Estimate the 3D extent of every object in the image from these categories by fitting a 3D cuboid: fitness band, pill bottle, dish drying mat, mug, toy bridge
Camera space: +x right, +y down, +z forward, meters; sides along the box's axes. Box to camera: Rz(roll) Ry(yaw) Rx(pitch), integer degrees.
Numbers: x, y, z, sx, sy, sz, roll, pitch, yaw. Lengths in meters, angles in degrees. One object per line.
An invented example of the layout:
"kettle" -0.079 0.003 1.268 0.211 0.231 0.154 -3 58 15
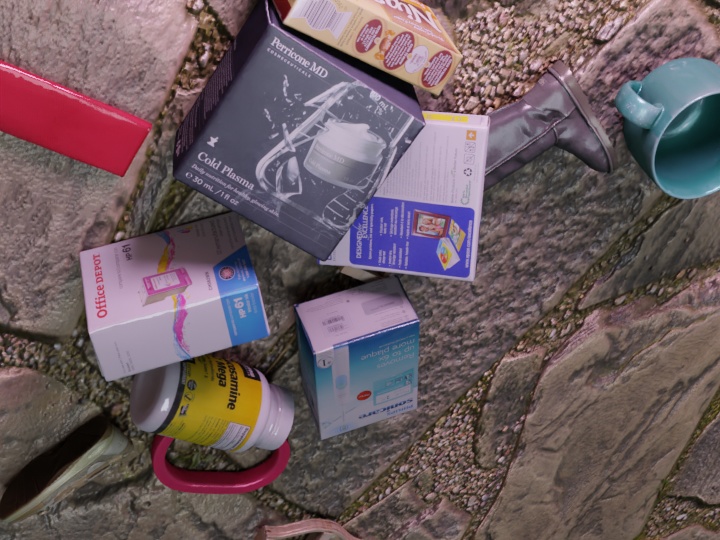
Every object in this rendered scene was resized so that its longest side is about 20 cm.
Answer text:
"fitness band" -0.196 0.256 1.542 0.197 0.038 0.145 8 127 -24
"pill bottle" -0.189 0.171 1.421 0.198 0.113 0.113 20 119 -33
"dish drying mat" -0.326 -0.164 1.162 0.198 0.018 0.077 20 119 -33
"mug" 0.394 -0.193 1.339 0.151 0.115 0.186 -31 131 7
"toy bridge" 0.000 0.000 1.408 0.067 0.027 0.201 21 119 -33
"toy bridge" -0.066 0.422 1.717 0.198 0.027 0.068 17 120 -32

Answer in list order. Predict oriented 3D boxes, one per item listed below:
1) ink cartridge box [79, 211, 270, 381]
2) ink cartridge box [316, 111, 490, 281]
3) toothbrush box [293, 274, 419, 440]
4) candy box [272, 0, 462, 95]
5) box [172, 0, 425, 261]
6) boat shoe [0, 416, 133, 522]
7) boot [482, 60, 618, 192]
"ink cartridge box" -0.219 0.028 1.270 0.197 0.145 0.086 -16 132 -7
"ink cartridge box" 0.048 -0.092 1.302 0.196 0.047 0.201 8 120 9
"toothbrush box" -0.003 0.117 1.442 0.144 0.086 0.202 -16 142 -12
"candy box" 0.001 -0.265 1.134 0.198 0.116 0.056 20 120 -32
"box" -0.068 -0.153 1.172 0.198 0.125 0.198 28 113 -22
"boat shoe" -0.395 0.276 1.460 0.200 0.073 0.063 -40 126 4
"boot" 0.199 -0.139 1.340 0.199 0.073 0.182 -38 117 4
